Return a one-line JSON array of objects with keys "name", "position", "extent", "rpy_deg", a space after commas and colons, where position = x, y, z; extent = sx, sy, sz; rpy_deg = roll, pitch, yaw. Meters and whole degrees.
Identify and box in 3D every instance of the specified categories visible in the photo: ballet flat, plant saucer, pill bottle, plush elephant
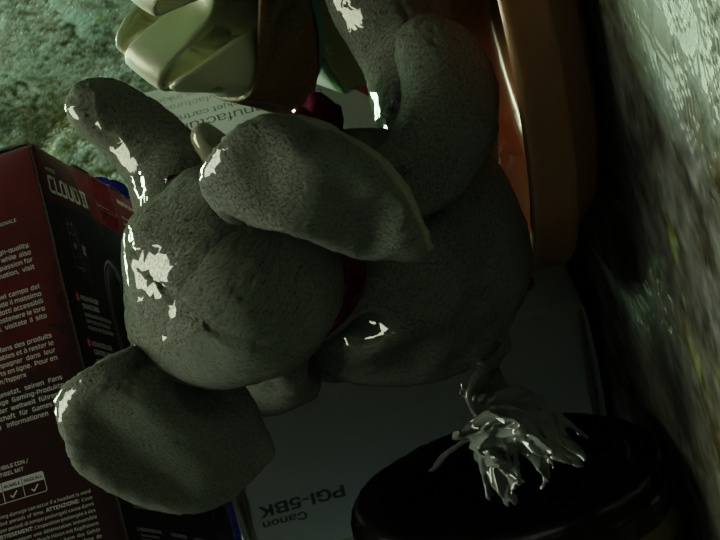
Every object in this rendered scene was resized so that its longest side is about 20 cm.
[{"name": "ballet flat", "position": [-0.052, -0.105, 1.009], "extent": [0.068, 0.072, 0.200], "rpy_deg": [35, 152, 16]}, {"name": "plant saucer", "position": [0.046, -0.099, 1.012], "extent": [0.200, 0.032, 0.201], "rpy_deg": [166, 90, -85]}, {"name": "pill bottle", "position": [0.069, 0.160, 1.013], "extent": [0.112, 0.112, 0.200], "rpy_deg": [-117, 14, -71]}, {"name": "plush elephant", "position": [-0.029, -0.010, 0.935], "extent": [0.155, 0.165, 0.200], "rpy_deg": [14, -147, -47]}]

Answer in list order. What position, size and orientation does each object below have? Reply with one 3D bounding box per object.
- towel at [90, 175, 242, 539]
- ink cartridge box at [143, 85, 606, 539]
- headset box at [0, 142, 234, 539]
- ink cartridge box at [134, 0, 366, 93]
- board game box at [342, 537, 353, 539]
[{"name": "towel", "position": [-0.076, 0.049, 1.264], "extent": [0.200, 0.049, 0.148], "rpy_deg": [62, 173, -4]}, {"name": "ink cartridge box", "position": [0.000, 0.000, 1.148], "extent": [0.200, 0.146, 0.083], "rpy_deg": [-110, 7, -50]}, {"name": "headset box", "position": [-0.108, 0.050, 1.039], "extent": [0.149, 0.075, 0.200], "rpy_deg": [32, -138, -76]}, {"name": "ink cartridge box", "position": [-0.064, -0.147, 1.147], "extent": [0.146, 0.048, 0.200], "rpy_deg": [57, 167, -21]}, {"name": "board game box", "position": [-0.025, 0.038, 1.421], "extent": [0.200, 0.026, 0.200], "rpy_deg": [63, -150, -1]}]
